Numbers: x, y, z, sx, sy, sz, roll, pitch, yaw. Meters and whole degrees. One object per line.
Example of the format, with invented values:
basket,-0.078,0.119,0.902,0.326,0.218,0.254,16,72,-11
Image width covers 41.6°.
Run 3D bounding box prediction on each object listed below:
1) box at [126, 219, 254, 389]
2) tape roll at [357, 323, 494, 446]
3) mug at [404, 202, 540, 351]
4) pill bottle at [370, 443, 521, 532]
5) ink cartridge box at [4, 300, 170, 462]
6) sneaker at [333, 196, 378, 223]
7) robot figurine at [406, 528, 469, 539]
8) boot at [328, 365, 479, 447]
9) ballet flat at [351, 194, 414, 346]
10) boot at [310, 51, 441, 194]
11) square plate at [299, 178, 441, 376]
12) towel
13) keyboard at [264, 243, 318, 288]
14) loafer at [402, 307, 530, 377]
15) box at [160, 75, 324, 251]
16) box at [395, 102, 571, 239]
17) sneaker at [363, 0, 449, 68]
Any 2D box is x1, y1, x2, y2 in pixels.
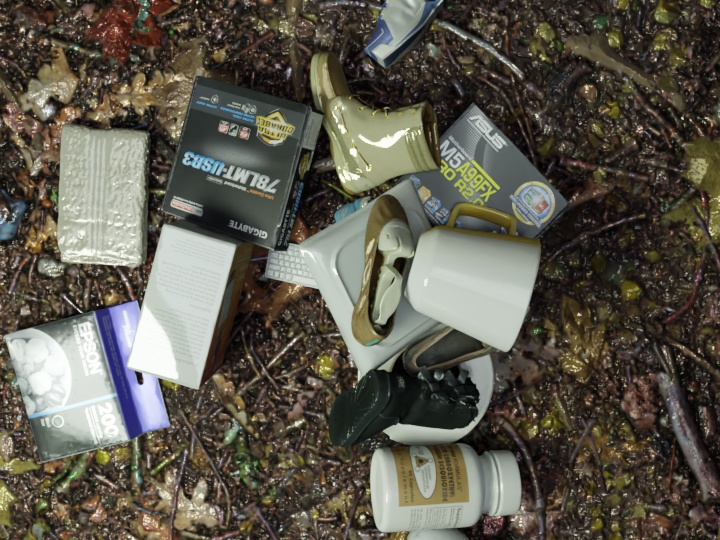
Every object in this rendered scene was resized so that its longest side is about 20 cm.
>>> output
box,-0.232,0.041,1.319,0.105,0.152,0.203,16,97,1
tape roll,0.094,0.153,1.368,0.199,0.037,0.206,0,95,3
mug,0.141,0.006,1.246,0.151,0.187,0.151,16,109,2
pill bottle,0.119,0.303,1.331,0.197,0.114,0.116,-1,95,-10
ink cartridge box,-0.401,0.164,1.397,0.197,0.043,0.201,-15,94,4
sneaker,0.000,0.000,1.337,0.089,0.078,0.203,-3,88,35
robot figurine,0.088,0.457,1.355,0.124,0.150,0.202,35,98,27
boot,0.060,0.194,1.305,0.160,0.199,0.074,8,57,-24
ballet flat,0.035,-0.001,1.220,0.067,0.072,0.203,18,81,-26
boot,0.022,-0.217,1.292,0.154,0.073,0.203,-12,98,30
square plate,0.040,0.008,1.279,0.197,0.028,0.202,-32,103,-23
towel,-0.371,-0.107,1.375,0.130,0.034,0.203,5,95,2
keyboard,-0.039,0.002,1.375,0.197,0.011,0.057,12,96,3
loafer,0.152,0.092,1.307,0.198,0.063,0.073,-28,89,-5
box,-0.166,-0.150,1.318,0.198,0.050,0.201,20,95,24
box,0.171,-0.107,1.334,0.160,0.044,0.200,-44,91,8
sneaker,0.059,-0.386,1.305,0.115,0.081,0.200,41,89,3
